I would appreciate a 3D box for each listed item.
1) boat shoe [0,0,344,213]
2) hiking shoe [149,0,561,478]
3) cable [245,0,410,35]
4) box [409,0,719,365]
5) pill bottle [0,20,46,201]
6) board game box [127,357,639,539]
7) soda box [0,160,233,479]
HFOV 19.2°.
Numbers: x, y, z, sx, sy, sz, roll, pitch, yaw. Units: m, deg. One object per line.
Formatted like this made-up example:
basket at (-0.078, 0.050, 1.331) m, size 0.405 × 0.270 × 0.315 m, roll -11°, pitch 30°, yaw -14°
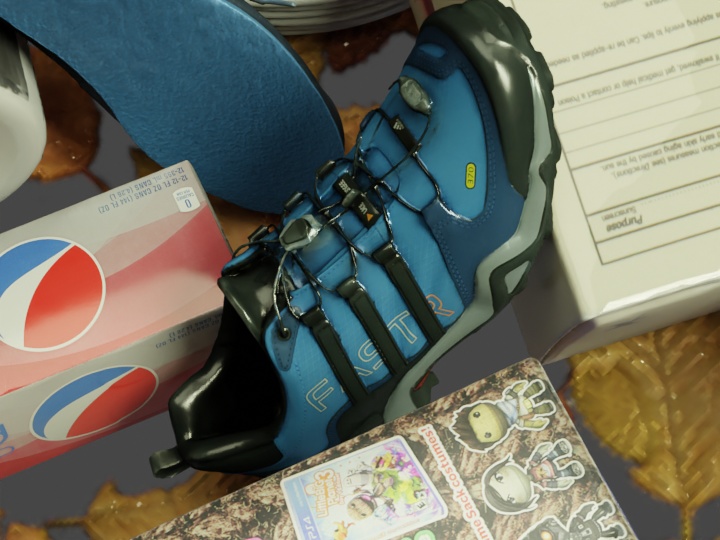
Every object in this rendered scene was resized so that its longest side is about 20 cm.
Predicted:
boat shoe at (-0.080, -0.103, 0.801) m, size 0.084 × 0.200 × 0.069 m, roll -38°, pitch 27°, yaw 16°
hiking shoe at (0.000, 0.000, 0.709) m, size 0.087 × 0.200 × 0.074 m, roll -5°, pitch 40°, yaw -37°
cable at (-0.023, -0.188, 0.888) m, size 0.200 × 0.069 × 0.200 m, roll 23°, pitch 65°, yaw 14°
box at (0.097, -0.082, 0.768) m, size 0.128 × 0.109 × 0.200 m, roll -16°, pitch 81°, yaw -9°
pill bottle at (-0.192, -0.123, 0.840) m, size 0.106 × 0.106 × 0.200 m, roll -14°, pitch 62°, yaw -4°
board game box at (-0.013, 0.137, 0.662) m, size 0.200 × 0.160 × 0.097 m, roll -24°, pitch 63°, yaw -8°
soda box at (-0.139, 0.035, 0.773) m, size 0.200 × 0.070 × 0.063 m, roll -23°, pitch 65°, yaw -9°
